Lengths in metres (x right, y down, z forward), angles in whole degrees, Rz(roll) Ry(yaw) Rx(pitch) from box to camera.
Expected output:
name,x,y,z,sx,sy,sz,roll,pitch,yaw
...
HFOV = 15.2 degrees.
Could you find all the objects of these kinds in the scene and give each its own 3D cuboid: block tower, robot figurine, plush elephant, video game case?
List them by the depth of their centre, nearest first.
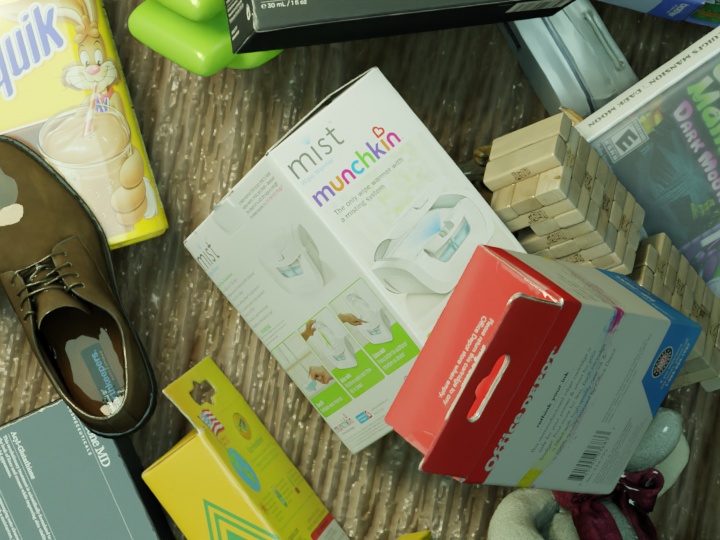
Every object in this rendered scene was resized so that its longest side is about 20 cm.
name,x,y,z,sx,sy,sz,roll,pitch,yaw
block tower,0.150,-0.003,1.615,0.058,0.054,0.200,-19,128,36
robot figurine,-0.054,-0.202,1.650,0.115,0.176,0.200,30,55,30
plush elephant,0.149,0.138,1.650,0.164,0.200,0.156,14,87,-30
video game case,0.237,-0.060,1.657,0.181,0.023,0.200,-35,128,-1

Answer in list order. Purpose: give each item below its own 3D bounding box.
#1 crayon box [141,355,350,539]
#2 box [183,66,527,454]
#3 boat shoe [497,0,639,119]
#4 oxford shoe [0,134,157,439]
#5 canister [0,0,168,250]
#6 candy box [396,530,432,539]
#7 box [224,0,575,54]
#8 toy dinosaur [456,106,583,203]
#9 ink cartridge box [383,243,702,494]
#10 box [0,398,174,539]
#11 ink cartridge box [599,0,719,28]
name,x,y,z,sx,sy,sz,roll,pitch,yaw
crayon box,-0.064,0.154,1.671,0.051,0.127,0.201,-36,90,12
box,0.000,0.000,1.625,0.097,0.200,0.177,-39,89,-23
boat shoe,0.109,-0.189,1.693,0.065,0.072,0.201,-29,89,-7
oxford shoe,-0.181,0.004,1.612,0.072,0.084,0.201,-31,85,-1
canister,-0.213,-0.101,1.691,0.147,0.087,0.201,-16,92,1
candy box,0.025,0.223,1.637,0.026,0.200,0.103,-9,91,12
box,0.018,-0.210,1.556,0.198,0.079,0.142,-7,87,-14
toy dinosaur,0.136,-0.062,1.682,0.198,0.106,0.061,7,85,8
ink cartridge box,0.093,0.055,1.494,0.067,0.199,0.117,36,104,34
box,-0.186,0.189,1.692,0.140,0.079,0.201,-24,90,3
ink cartridge box,0.149,-0.227,1.665,0.199,0.042,0.120,13,71,-19
